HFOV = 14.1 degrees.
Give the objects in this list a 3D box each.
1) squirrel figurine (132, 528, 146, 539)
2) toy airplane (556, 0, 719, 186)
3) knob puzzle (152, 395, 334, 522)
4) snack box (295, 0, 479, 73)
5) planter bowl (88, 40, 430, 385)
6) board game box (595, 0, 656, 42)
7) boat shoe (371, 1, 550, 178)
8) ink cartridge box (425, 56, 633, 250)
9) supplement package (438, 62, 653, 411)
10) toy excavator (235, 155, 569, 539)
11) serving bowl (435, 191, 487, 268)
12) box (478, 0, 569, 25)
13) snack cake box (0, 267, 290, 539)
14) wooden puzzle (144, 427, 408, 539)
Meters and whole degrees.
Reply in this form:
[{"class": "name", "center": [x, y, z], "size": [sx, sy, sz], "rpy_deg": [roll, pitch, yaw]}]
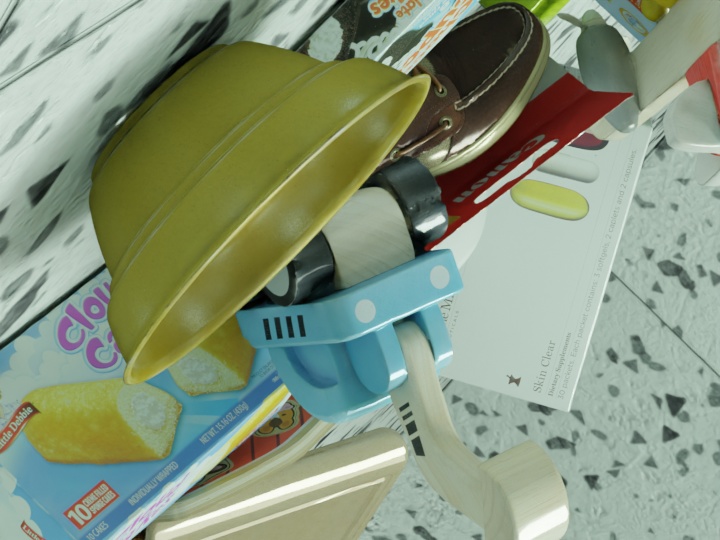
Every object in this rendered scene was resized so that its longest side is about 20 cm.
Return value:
[{"class": "squirrel figurine", "center": [-0.121, 0.133, 1.841], "size": [0.200, 0.142, 0.187], "rpy_deg": [-31, 173, -39]}, {"class": "toy airplane", "center": [0.191, -0.152, 1.686], "size": [0.200, 0.141, 0.199], "rpy_deg": [-65, -165, 11]}, {"class": "knob puzzle", "center": [-0.107, 0.092, 1.654], "size": [0.220, 0.030, 0.220], "rpy_deg": [-13, -162, 4]}, {"class": "snack box", "center": [0.006, -0.120, 1.550], "size": [0.200, 0.037, 0.116], "rpy_deg": [-46, 174, 0]}, {"class": "planter bowl", "center": [-0.065, -0.046, 1.348], "size": [0.200, 0.083, 0.200], "rpy_deg": [-44, 174, -6]}, {"class": "board game box", "center": [0.229, -0.177, 1.927], "size": [0.056, 0.196, 0.200], "rpy_deg": [-45, 174, -6]}, {"class": "boat shoe", "center": [0.024, -0.094, 1.666], "size": [0.200, 0.072, 0.072], "rpy_deg": [-38, 142, -8]}, {"class": "ink cartridge box", "center": [0.054, -0.078, 1.731], "size": [0.161, 0.050, 0.200], "rpy_deg": [-38, -167, -12]}, {"class": "supplement package", "center": [0.115, -0.030, 1.943], "size": [0.156, 0.111, 0.200], "rpy_deg": [-69, 174, -76]}, {"class": "toy excavator", "center": [0.019, 0.050, 1.497], "size": [0.100, 0.200, 0.194], "rpy_deg": [-25, -170, -29]}, {"class": "serving bowl", "center": [0.000, 0.000, 1.822], "size": [0.200, 0.066, 0.200], "rpy_deg": [-30, -167, 8]}, {"class": "box", "center": [0.153, -0.231, 1.772], "size": [0.200, 0.048, 0.122], "rpy_deg": [-46, 174, 11]}, {"class": "snack cake box", "center": [-0.131, 0.072, 1.538], "size": [0.200, 0.115, 0.067], "rpy_deg": [-41, 172, -41]}, {"class": "wooden puzzle", "center": [-0.076, 0.178, 1.823], "size": [0.185, 0.037, 0.200], "rpy_deg": [-17, 150, -29]}]
